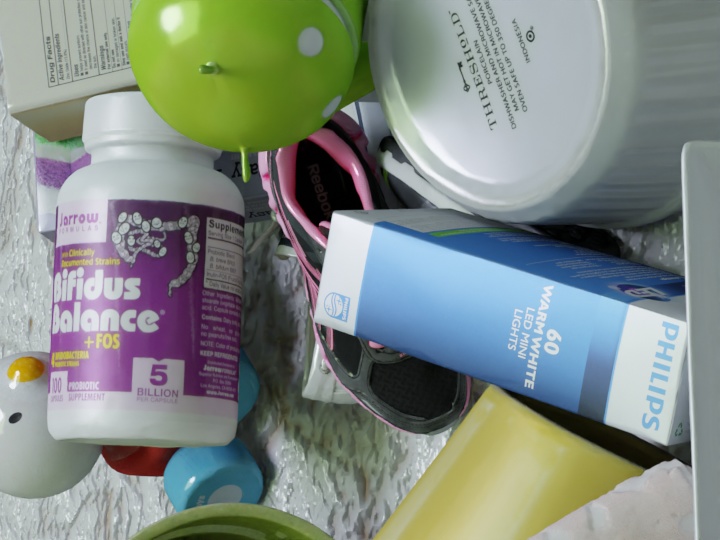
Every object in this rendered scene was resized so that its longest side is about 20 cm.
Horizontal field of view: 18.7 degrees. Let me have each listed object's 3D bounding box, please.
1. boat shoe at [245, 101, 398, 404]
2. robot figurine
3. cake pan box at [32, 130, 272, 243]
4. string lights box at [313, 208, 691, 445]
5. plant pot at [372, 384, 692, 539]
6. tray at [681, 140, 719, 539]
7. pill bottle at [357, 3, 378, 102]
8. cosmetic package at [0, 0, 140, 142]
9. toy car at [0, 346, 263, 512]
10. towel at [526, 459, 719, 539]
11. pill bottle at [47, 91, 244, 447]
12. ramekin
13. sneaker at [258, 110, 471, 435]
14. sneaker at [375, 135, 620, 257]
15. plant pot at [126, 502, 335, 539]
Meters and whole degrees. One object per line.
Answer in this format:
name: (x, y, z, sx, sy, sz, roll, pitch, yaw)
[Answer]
boat shoe: (-0.024, -0.021, 1.276, 0.075, 0.086, 0.202, 141, 127, -80)
robot figurine: (-0.053, -0.144, 1.100, 0.115, 0.176, 0.200, -5, 49, 17)
cake pan box: (-0.109, -0.117, 1.376, 0.200, 0.052, 0.185, -7, 77, 13)
string lights box: (0.089, 0.021, 1.020, 0.200, 0.103, 0.059, 18, 103, 36)
plant pot: (0.077, 0.162, 1.013, 0.201, 0.201, 0.189, 32, 99, 56)
tray: (0.184, 0.047, 0.924, 0.022, 0.107, 0.200, 156, 115, -70)
pill bottle: (0.010, -0.204, 1.232, 0.114, 0.114, 0.200, -26, 65, 55)
cosmetic package: (-0.115, -0.153, 1.322, 0.200, 0.071, 0.105, -10, 74, 13)
toy car: (-0.189, 0.078, 1.405, 0.177, 0.200, 0.184, 91, 154, -43)
towel: (0.094, 0.207, 0.907, 0.191, 0.200, 0.032, 62, 166, 1)
pill bottle: (-0.124, 0.001, 1.274, 0.112, 0.112, 0.200, -11, 76, 58)
ramekin: (0.090, -0.113, 1.054, 0.202, 0.094, 0.203, 14, 110, 44)
sneaker: (0.000, 0.000, 1.189, 0.200, 0.079, 0.095, 63, 177, 1)
sneaker: (0.061, -0.009, 1.162, 0.200, 0.072, 0.083, 43, 123, 52)
plant pot: (-0.105, 0.238, 1.314, 0.184, 0.200, 0.201, 167, 105, -69)
